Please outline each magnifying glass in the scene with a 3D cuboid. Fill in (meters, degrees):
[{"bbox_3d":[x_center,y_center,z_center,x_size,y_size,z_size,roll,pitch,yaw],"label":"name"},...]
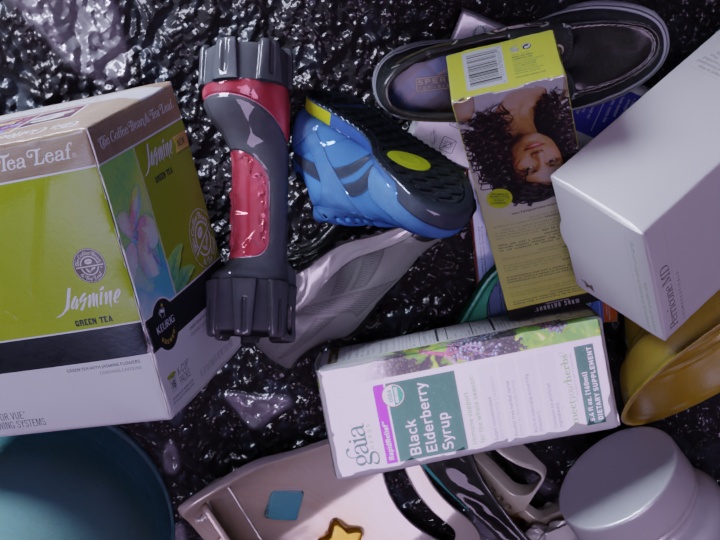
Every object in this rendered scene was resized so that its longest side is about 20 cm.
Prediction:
[{"bbox_3d":[0.077,0.058,1.042,0.199,0.022,0.080,-34,103,10],"label":"magnifying glass"}]

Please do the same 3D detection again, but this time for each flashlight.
[{"bbox_3d":[-0.080,-0.054,0.970,0.067,0.068,0.202,-1,80,19],"label":"flashlight"}]

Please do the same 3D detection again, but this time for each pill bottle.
[{"bbox_3d":[0.234,0.216,1.043,0.114,0.114,0.201,-33,115,10],"label":"pill bottle"}]

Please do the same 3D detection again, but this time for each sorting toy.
[{"bbox_3d":[-0.009,0.207,1.075,0.179,0.107,0.201,-33,90,-6],"label":"sorting toy"}]

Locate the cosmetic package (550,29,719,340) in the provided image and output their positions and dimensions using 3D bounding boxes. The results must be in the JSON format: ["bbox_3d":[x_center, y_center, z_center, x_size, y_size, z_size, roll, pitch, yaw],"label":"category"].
[{"bbox_3d":[0.223,-0.067,0.905,0.200,0.085,0.108,-42,139,-15],"label":"cosmetic package"}]

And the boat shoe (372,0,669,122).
[{"bbox_3d":[0.106,-0.129,0.932,0.198,0.057,0.069,-10,105,5],"label":"boat shoe"}]

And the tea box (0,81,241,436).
[{"bbox_3d":[-0.212,-0.005,0.966,0.198,0.134,0.199,-7,108,21],"label":"tea box"}]

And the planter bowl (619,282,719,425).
[{"bbox_3d":[0.246,0.020,0.995,0.200,0.200,0.084,-35,68,10],"label":"planter bowl"}]

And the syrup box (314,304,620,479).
[{"bbox_3d":[0.072,0.082,0.995,0.198,0.081,0.080,-11,97,1],"label":"syrup box"}]

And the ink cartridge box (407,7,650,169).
[{"bbox_3d":[0.140,-0.097,0.989,0.198,0.039,0.100,24,104,-4],"label":"ink cartridge box"}]

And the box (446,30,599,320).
[{"bbox_3d":[0.111,-0.056,0.930,0.074,0.050,0.201,-13,135,9],"label":"box"}]

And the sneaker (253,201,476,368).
[{"bbox_3d":[0.000,0.000,1.028,0.199,0.074,0.080,-31,113,16],"label":"sneaker"}]

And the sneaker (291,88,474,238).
[{"bbox_3d":[0.010,-0.053,0.951,0.065,0.200,0.079,5,113,-32],"label":"sneaker"}]

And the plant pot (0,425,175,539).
[{"bbox_3d":[-0.246,0.224,1.031,0.198,0.188,0.202,0,106,1],"label":"plant pot"}]

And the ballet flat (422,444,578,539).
[{"bbox_3d":[0.123,0.181,1.070,0.068,0.068,0.200,-36,104,31],"label":"ballet flat"}]

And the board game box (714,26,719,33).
[{"bbox_3d":[0.363,-0.137,0.996,0.135,0.034,0.200,-42,102,12],"label":"board game box"}]

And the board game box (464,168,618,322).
[{"bbox_3d":[0.128,-0.055,1.031,0.102,0.019,0.202,-6,106,3],"label":"board game box"}]
